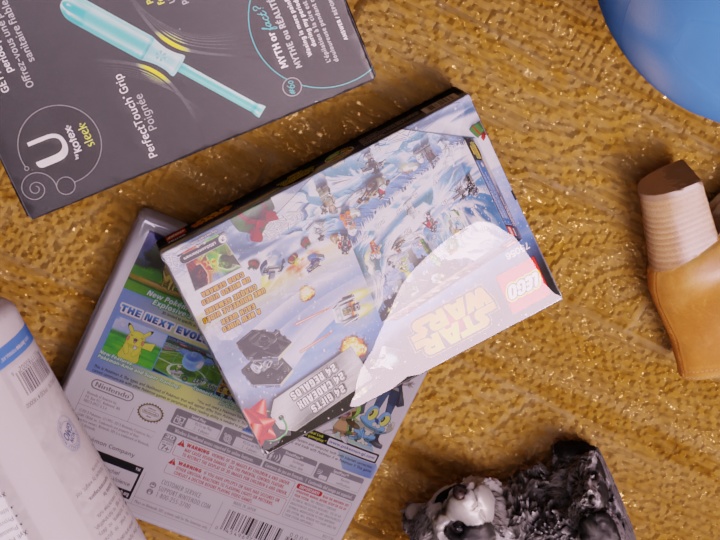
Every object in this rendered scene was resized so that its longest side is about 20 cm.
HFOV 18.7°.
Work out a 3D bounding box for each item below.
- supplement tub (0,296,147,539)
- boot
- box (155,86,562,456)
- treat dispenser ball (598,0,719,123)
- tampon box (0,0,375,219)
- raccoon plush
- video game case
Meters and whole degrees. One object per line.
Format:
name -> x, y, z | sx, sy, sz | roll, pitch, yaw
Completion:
supplement tub -> -0.209, 0.129, 1.239 | 0.131, 0.132, 0.201 | -26, 101, 3
boot -> 0.268, -0.019, 1.305 | 0.200, 0.071, 0.145 | -20, 119, 4
box -> 0.000, 0.000, 1.264 | 0.199, 0.040, 0.137 | -27, 105, -4
treat dispenser ball -> 0.222, -0.174, 1.159 | 0.200, 0.201, 0.202 | -3, 112, -7
tampon box -> -0.115, -0.147, 1.162 | 0.199, 0.126, 0.150 | -22, 113, 2
raccoon plush -> 0.111, 0.199, 1.354 | 0.133, 0.097, 0.201 | -22, 113, 10
video game case -> -0.077, 0.079, 1.314 | 0.199, 0.022, 0.183 | 22, 107, -15
